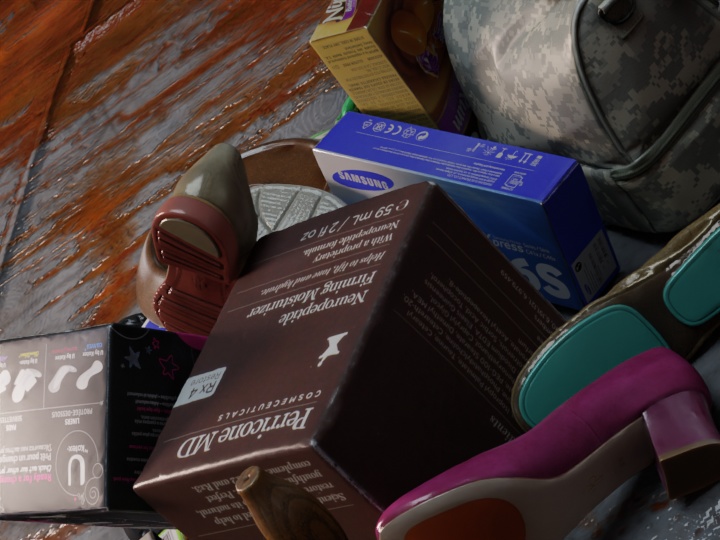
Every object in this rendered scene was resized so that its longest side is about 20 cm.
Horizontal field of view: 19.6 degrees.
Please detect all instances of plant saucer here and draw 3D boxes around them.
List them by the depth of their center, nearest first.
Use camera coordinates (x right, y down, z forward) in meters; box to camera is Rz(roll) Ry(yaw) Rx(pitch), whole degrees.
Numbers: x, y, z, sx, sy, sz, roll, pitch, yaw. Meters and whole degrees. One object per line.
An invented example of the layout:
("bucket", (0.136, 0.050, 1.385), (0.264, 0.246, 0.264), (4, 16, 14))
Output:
("plant saucer", (-0.080, -0.035, 1.503), (0.199, 0.032, 0.201), (-22, 32, 15))

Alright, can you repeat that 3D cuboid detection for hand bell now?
("hand bell", (0.004, 0.168, 1.079), (0.104, 0.200, 0.104), (-34, 28, 21))

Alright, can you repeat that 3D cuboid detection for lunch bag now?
("lunch bag", (0.152, -0.130, 1.338), (0.140, 0.168, 0.200), (-49, 27, -10))

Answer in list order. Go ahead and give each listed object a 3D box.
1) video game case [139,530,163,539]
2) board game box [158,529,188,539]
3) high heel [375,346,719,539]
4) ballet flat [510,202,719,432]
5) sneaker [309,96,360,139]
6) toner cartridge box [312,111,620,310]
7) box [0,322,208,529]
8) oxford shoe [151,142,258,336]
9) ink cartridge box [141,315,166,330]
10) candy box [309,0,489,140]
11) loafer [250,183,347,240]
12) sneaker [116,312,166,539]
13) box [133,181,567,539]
("video game case", (-0.164, 0.286, 1.309), (0.181, 0.036, 0.200), (-42, 36, 6))
("board game box", (-0.182, 0.264, 1.409), (0.200, 0.030, 0.096), (-40, 28, 3))
("high heel", (0.099, 0.101, 1.142), (0.198, 0.068, 0.096), (-12, 36, -6))
("ballet flat", (0.169, 0.024, 1.217), (0.200, 0.068, 0.072), (-43, 6, 3))
("sneaker", (0.011, -0.108, 1.608), (0.199, 0.084, 0.074), (-10, 42, 51))
("toner cartridge box", (0.066, -0.040, 1.350), (0.199, 0.095, 0.043), (15, 52, 42))
("box", (-0.129, 0.107, 1.327), (0.131, 0.199, 0.116), (-9, 76, 41))
("oxford shoe", (-0.090, -0.006, 1.356), (0.200, 0.070, 0.075), (100, -166, -61))
("ink cartridge box", (-0.035, -0.007, 1.495), (0.196, 0.047, 0.200), (-2, 39, 38))
("candy box", (0.058, -0.128, 1.431), (0.056, 0.200, 0.117), (-9, 42, 38))
("loafer", (0.000, 0.000, 1.377), (0.199, 0.063, 0.072), (18, 70, 30))
("sneaker", (-0.143, 0.123, 1.528), (0.071, 0.083, 0.201), (-9, 54, 3))
("box", (0.006, 0.086, 1.237), (0.165, 0.164, 0.201), (-17, 37, 44))
